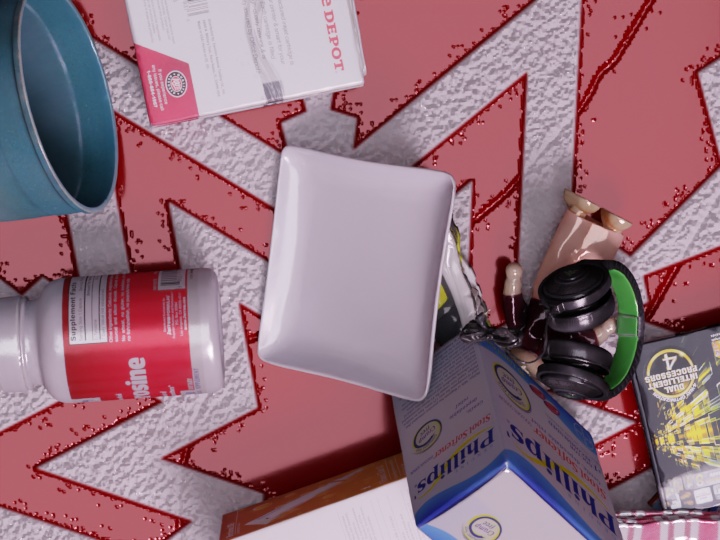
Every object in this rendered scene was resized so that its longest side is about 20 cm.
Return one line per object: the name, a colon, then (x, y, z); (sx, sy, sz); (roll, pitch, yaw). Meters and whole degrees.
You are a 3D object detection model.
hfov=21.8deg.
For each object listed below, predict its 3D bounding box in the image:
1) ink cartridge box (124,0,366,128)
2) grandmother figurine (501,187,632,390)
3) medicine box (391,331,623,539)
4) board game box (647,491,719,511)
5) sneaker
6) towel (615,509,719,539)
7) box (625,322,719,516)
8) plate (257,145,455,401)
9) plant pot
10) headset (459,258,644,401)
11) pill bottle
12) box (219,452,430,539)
ink cartridge box: (-0.104, -0.218, 1.670); (0.198, 0.083, 0.147); (-11, 95, -2)
grandmother figurine: (0.181, 0.034, 1.719); (0.120, 0.061, 0.201); (27, 96, 0)
medicine box: (0.129, 0.181, 1.622); (0.103, 0.201, 0.182); (-38, 120, 17)
board game box: (0.374, 0.181, 1.756); (0.103, 0.019, 0.200); (43, 92, -4)
sneaker: (0.062, 0.016, 1.711); (0.084, 0.074, 0.202); (-17, 91, 13)
towel: (0.297, 0.292, 1.701); (0.197, 0.030, 0.148); (-2, 103, 3)
box: (0.356, 0.125, 1.718); (0.198, 0.049, 0.163); (-13, 90, 5)
plate: (0.000, 0.000, 1.671); (0.198, 0.032, 0.202); (12, 97, 37)
plant pot: (-0.335, -0.129, 1.623); (0.186, 0.200, 0.202); (-12, 95, 14)
headset: (0.177, 0.053, 1.639); (0.093, 0.199, 0.125); (3, 94, 38)
pill bottle: (-0.223, 0.060, 1.673); (0.197, 0.112, 0.114); (-4, 95, -2)
box: (-0.020, 0.246, 1.691); (0.198, 0.124, 0.098); (-19, 95, -1)
